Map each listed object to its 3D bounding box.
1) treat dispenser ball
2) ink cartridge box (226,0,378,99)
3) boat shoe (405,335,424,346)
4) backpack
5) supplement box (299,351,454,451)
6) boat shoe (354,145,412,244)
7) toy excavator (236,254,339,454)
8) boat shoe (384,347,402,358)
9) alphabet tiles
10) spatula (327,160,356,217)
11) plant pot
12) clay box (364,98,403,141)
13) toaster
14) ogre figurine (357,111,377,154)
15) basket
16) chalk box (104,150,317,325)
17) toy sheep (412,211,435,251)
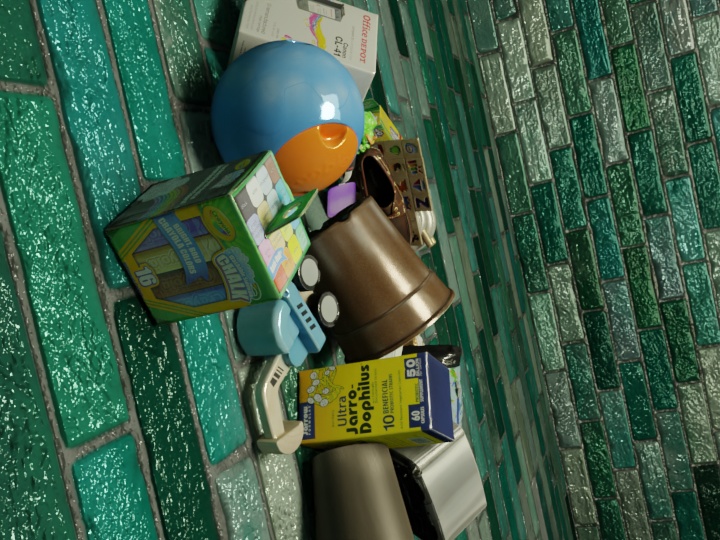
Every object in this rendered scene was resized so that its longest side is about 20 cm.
[{"bbox_3d":[-0.095,-0.197,0.966,0.201,0.200,0.202,-11,90,-69],"label":"treat dispenser ball"},{"bbox_3d":[-0.081,-0.332,1.075,0.086,0.199,0.148,120,-21,-51],"label":"ink cartridge box"},{"bbox_3d":[0.103,0.171,1.456,0.069,0.071,0.201,12,67,-66],"label":"boat shoe"},{"bbox_3d":[0.110,0.249,1.348,0.154,0.163,0.201,-32,117,-58],"label":"backpack"},{"bbox_3d":[0.022,0.195,1.064,0.110,0.199,0.109,40,43,-58],"label":"supplement box"},{"bbox_3d":[0.039,-0.118,1.283,0.070,0.070,0.200,-104,169,-71],"label":"boat shoe"},{"bbox_3d":[-0.108,0.106,0.953,0.195,0.100,0.200,63,39,-31],"label":"toy excavator"},{"bbox_3d":[0.022,0.182,1.256,0.071,0.070,0.201,6,91,-30],"label":"boat shoe"},{"bbox_3d":[0.049,-0.136,1.328,0.008,0.167,0.201,-45,128,-50],"label":"alphabet tiles"},{"bbox_3d":[-0.023,-0.160,1.217,0.021,0.056,0.200,61,-23,26],"label":"spatula"},{"bbox_3d":[0.008,0.007,1.119,0.199,0.200,0.200,57,26,-9],"label":"plant pot"},{"bbox_3d":[0.012,-0.237,1.373,0.200,0.115,0.048,40,44,-57],"label":"clay box"},{"bbox_3d":[0.090,0.318,1.159,0.119,0.200,0.181,-33,116,-27],"label":"toaster"},{"bbox_3d":[-0.041,-0.227,1.218,0.200,0.120,0.098,23,39,-60],"label":"ogre figurine"},{"bbox_3d":[0.002,0.350,1.015,0.136,0.180,0.201,7,60,-33],"label":"basket"},{"bbox_3d":[-0.136,-0.039,0.782,0.125,0.199,0.124,-65,138,-56],"label":"chalk box"},{"bbox_3d":[0.090,-0.093,1.477,0.200,0.137,0.138,-25,103,-85],"label":"toy sheep"}]
